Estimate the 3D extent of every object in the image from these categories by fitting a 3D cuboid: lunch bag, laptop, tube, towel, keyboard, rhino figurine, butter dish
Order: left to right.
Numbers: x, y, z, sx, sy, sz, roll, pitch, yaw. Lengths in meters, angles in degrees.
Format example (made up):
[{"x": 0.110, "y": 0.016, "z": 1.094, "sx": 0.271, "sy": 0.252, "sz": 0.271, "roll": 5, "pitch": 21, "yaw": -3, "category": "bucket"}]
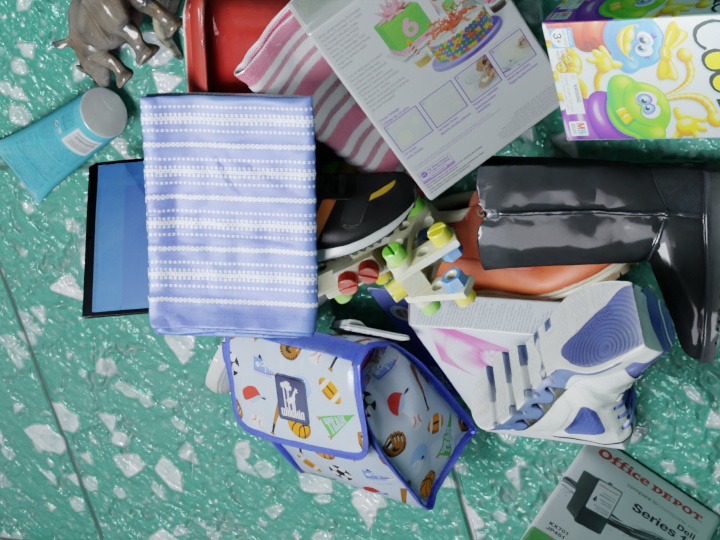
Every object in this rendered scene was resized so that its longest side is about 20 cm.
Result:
[{"x": -0.296, "y": -0.123, "z": 1.889, "sx": 0.200, "sy": 0.050, "sz": 0.078, "roll": -24, "pitch": 102, "yaw": 51, "category": "tube"}, {"x": -0.229, "y": -0.215, "z": 1.749, "sx": 0.087, "sy": 0.060, "sz": 0.200, "roll": 46, "pitch": 156, "yaw": -8, "category": "rhino figurine"}, {"x": -0.159, "y": -0.066, "z": 1.733, "sx": 0.103, "sy": 0.178, "sz": 0.200, "roll": 17, "pitch": 141, "yaw": -27, "category": "laptop"}, {"x": -0.106, "y": -0.042, "z": 1.552, "sx": 0.144, "sy": 0.024, "sz": 0.201, "roll": 2, "pitch": 106, "yaw": 10, "category": "towel"}, {"x": -0.066, "y": -0.192, "z": 1.622, "sx": 0.147, "sy": 0.200, "sz": 0.200, "roll": 2, "pitch": 128, "yaw": 4, "category": "butter dish"}, {"x": -0.019, "y": 0.119, "z": 1.768, "sx": 0.170, "sy": 0.124, "sz": 0.200, "roll": 11, "pitch": 151, "yaw": 37, "category": "lunch bag"}, {"x": 0.007, "y": 0.056, "z": 1.741, "sx": 0.056, "sy": 0.200, "sz": 0.011, "roll": 17, "pitch": 87, "yaw": -4, "category": "keyboard"}, {"x": 0.010, "y": -0.159, "z": 1.566, "sx": 0.146, "sy": 0.030, "sz": 0.200, "roll": -47, "pitch": 128, "yaw": 10, "category": "towel"}]

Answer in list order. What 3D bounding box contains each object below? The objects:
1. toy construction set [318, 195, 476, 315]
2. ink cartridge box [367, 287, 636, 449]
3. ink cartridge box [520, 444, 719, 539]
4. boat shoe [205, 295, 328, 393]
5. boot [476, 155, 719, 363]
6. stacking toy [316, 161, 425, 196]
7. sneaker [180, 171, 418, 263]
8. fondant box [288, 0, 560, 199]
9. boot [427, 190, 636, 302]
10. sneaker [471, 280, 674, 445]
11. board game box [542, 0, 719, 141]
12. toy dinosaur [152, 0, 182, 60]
[{"x": 0.000, "y": 0.000, "z": 1.645, "sx": 0.199, "sy": 0.131, "sz": 0.092, "roll": -13, "pitch": 129, "yaw": 11, "category": "toy construction set"}, {"x": 0.123, "y": 0.088, "z": 1.714, "sx": 0.199, "sy": 0.043, "sz": 0.196, "roll": 3, "pitch": 149, "yaw": 30, "category": "ink cartridge box"}, {"x": 0.216, "y": 0.259, "z": 1.720, "sx": 0.146, "sy": 0.200, "sz": 0.083, "roll": 33, "pitch": 130, "yaw": 8, "category": "ink cartridge box"}, {"x": -0.085, "y": 0.063, "z": 1.873, "sx": 0.068, "sy": 0.072, "sz": 0.200, "roll": 38, "pitch": 124, "yaw": 4, "category": "boat shoe"}, {"x": 0.194, "y": -0.010, "z": 1.575, "sx": 0.199, "sy": 0.066, "sz": 0.166, "roll": 1, "pitch": 90, "yaw": 9, "category": "boot"}, {"x": -0.011, "y": -0.071, "z": 1.727, "sx": 0.199, "sy": 0.085, "sz": 0.086, "roll": -23, "pitch": 107, "yaw": 33, "category": "stacking toy"}, {"x": -0.054, "y": -0.055, "z": 1.584, "sx": 0.199, "sy": 0.070, "sz": 0.090, "roll": -17, "pitch": 121, "yaw": 8, "category": "sneaker"}, {"x": 0.057, "y": -0.172, "z": 1.523, "sx": 0.144, "sy": 0.058, "sz": 0.200, "roll": -36, "pitch": 129, "yaw": 4, "category": "fondant box"}, {"x": 0.138, "y": -0.024, "z": 1.662, "sx": 0.199, "sy": 0.075, "sz": 0.108, "roll": -5, "pitch": 109, "yaw": 33, "category": "boot"}, {"x": 0.194, "y": 0.082, "z": 1.570, "sx": 0.115, "sy": 0.081, "sz": 0.199, "roll": 18, "pitch": 143, "yaw": -32, "category": "sneaker"}, {"x": 0.256, "y": -0.167, "z": 1.462, "sx": 0.199, "sy": 0.105, "sz": 0.103, "roll": 1, "pitch": 121, "yaw": 31, "category": "board game box"}, {"x": -0.178, "y": -0.275, "z": 1.709, "sx": 0.088, "sy": 0.048, "sz": 0.200, "roll": 28, "pitch": 135, "yaw": 5, "category": "toy dinosaur"}]
